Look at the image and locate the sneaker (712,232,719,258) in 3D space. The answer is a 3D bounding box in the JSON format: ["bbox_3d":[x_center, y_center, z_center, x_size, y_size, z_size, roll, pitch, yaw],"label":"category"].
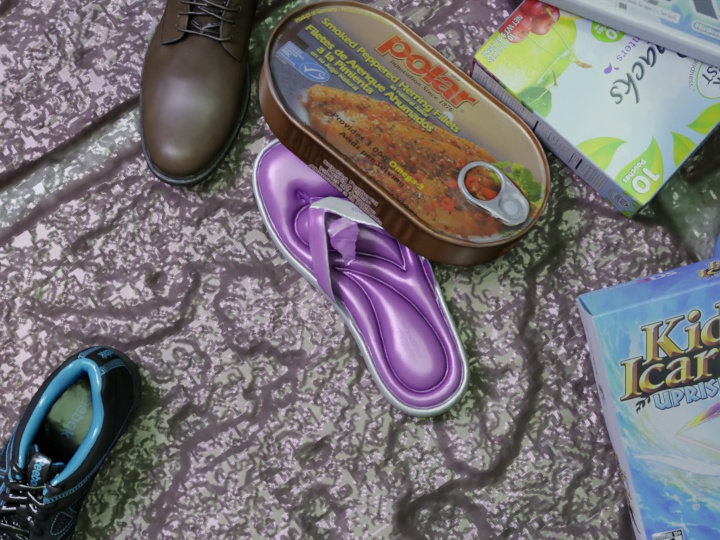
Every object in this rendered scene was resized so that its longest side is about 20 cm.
[{"bbox_3d":[0.281,-0.071,0.906,0.070,0.078,0.200,30,105,-14],"label":"sneaker"}]

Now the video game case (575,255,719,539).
[{"bbox_3d":[0.245,0.077,0.856,0.199,0.045,0.182,-16,104,1],"label":"video game case"}]

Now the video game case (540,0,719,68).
[{"bbox_3d":[0.186,-0.231,0.897,0.199,0.022,0.183,21,78,2],"label":"video game case"}]

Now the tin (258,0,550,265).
[{"bbox_3d":[0.026,-0.086,0.904,0.200,0.042,0.112,40,64,7],"label":"tin"}]

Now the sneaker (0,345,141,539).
[{"bbox_3d":[-0.200,0.134,0.873,0.073,0.082,0.201,23,84,2],"label":"sneaker"}]

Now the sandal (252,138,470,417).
[{"bbox_3d":[0.006,-0.005,0.905,0.082,0.050,0.203,-35,83,-4],"label":"sandal"}]

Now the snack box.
[{"bbox_3d":[0.186,-0.153,0.921,0.142,0.053,0.200,42,83,5],"label":"snack box"}]

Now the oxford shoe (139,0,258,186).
[{"bbox_3d":[-0.100,-0.153,0.912,0.072,0.084,0.201,11,84,1],"label":"oxford shoe"}]
